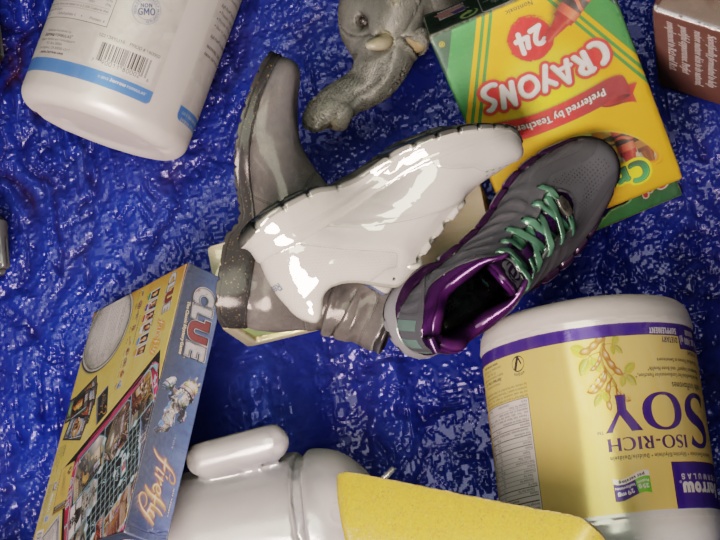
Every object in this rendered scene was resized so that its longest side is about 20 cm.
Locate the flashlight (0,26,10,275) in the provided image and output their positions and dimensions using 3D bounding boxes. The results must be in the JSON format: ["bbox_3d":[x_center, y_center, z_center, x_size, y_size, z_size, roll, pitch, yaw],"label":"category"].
[{"bbox_3d":[-0.298,-0.095,1.428,0.068,0.068,0.200,-3,77,-27],"label":"flashlight"}]

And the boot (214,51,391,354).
[{"bbox_3d":[-0.022,-0.046,1.291,0.131,0.070,0.200,6,86,6],"label":"boot"}]

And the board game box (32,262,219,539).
[{"bbox_3d":[-0.162,0.106,1.301,0.135,0.035,0.200,-24,46,49],"label":"board game box"}]

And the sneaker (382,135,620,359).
[{"bbox_3d":[0.108,-0.010,1.229,0.200,0.088,0.074,-44,106,-10],"label":"sneaker"}]

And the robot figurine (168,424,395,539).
[{"bbox_3d":[-0.066,0.186,1.293,0.200,0.113,0.170,-11,115,9],"label":"robot figurine"}]

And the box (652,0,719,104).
[{"bbox_3d":[0.311,-0.216,1.279,0.164,0.166,0.200,20,82,14],"label":"box"}]

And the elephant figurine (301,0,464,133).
[{"bbox_3d":[0.041,-0.206,1.348,0.200,0.155,0.142,-14,114,12],"label":"elephant figurine"}]

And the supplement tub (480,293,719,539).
[{"bbox_3d":[0.161,0.127,1.246,0.145,0.145,0.200,-9,77,9],"label":"supplement tub"}]

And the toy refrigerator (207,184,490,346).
[{"bbox_3d":[0.000,0.000,1.341,0.200,0.076,0.070,-14,76,7],"label":"toy refrigerator"}]

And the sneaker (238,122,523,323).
[{"bbox_3d":[0.022,-0.036,1.236,0.200,0.075,0.087,-27,94,-5],"label":"sneaker"}]

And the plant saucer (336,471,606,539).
[{"bbox_3d":[0.084,0.224,1.185,0.200,0.200,0.048,6,45,38],"label":"plant saucer"}]

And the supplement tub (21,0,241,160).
[{"bbox_3d":[-0.159,-0.194,1.385,0.132,0.132,0.200,18,81,14],"label":"supplement tub"}]

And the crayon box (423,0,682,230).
[{"bbox_3d":[0.139,-0.106,1.293,0.127,0.051,0.200,-23,114,6],"label":"crayon box"}]
